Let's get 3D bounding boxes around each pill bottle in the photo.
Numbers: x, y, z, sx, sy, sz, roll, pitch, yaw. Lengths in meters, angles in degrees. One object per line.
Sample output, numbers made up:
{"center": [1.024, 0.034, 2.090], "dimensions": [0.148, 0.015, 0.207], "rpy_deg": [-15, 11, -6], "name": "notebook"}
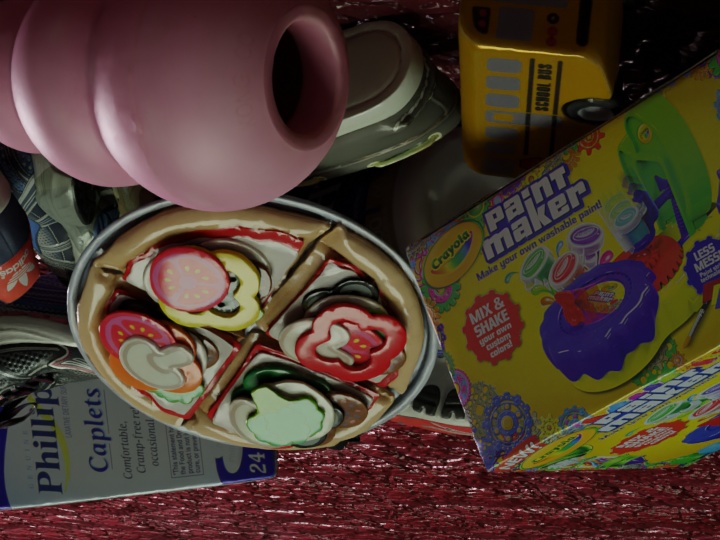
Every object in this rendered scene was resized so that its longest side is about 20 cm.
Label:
{"center": [0.000, 0.000, 1.193], "dimensions": [0.120, 0.120, 0.200], "rpy_deg": [21, 152, -40], "name": "pill bottle"}

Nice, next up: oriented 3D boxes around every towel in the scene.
{"center": [-0.161, 0.016, 1.383], "dimensions": [0.145, 0.024, 0.200], "rpy_deg": [6, -174, 8], "name": "towel"}

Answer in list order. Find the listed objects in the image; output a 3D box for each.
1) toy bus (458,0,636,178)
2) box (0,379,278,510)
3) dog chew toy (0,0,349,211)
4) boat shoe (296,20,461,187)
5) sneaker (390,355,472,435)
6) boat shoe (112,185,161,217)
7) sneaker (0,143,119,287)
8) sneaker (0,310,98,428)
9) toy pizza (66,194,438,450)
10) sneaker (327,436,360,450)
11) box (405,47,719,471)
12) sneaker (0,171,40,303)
{"center": [0.088, -0.091, 0.988], "dimensions": [0.078, 0.065, 0.200], "rpy_deg": [5, 163, 5], "name": "toy bus"}
{"center": [-0.160, 0.090, 1.439], "dimensions": [0.200, 0.105, 0.184], "rpy_deg": [-7, -176, -2], "name": "box"}
{"center": [-0.105, -0.092, 0.978], "dimensions": [0.200, 0.125, 0.124], "rpy_deg": [4, 165, 35], "name": "dog chew toy"}
{"center": [-0.040, -0.075, 1.077], "dimensions": [0.201, 0.072, 0.060], "rpy_deg": [-11, 151, 36], "name": "boat shoe"}
{"center": [0.018, 0.068, 1.295], "dimensions": [0.200, 0.077, 0.085], "rpy_deg": [18, 164, 32], "name": "sneaker"}
{"center": [-0.114, -0.043, 1.238], "dimensions": [0.073, 0.063, 0.201], "rpy_deg": [-37, 167, -5], "name": "boat shoe"}
{"center": [-0.188, -0.048, 1.241], "dimensions": [0.085, 0.077, 0.200], "rpy_deg": [15, 156, 7], "name": "sneaker"}
{"center": [-0.235, 0.074, 1.286], "dimensions": [0.200, 0.075, 0.081], "rpy_deg": [-12, 162, 16], "name": "sneaker"}
{"center": [-0.059, 0.036, 1.104], "dimensions": [0.200, 0.032, 0.200], "rpy_deg": [4, 136, 3], "name": "toy pizza"}
{"center": [-0.006, 0.085, 1.548], "dimensions": [0.076, 0.091, 0.200], "rpy_deg": [14, 160, -17], "name": "sneaker"}
{"center": [0.167, 0.002, 0.998], "dimensions": [0.200, 0.122, 0.192], "rpy_deg": [-32, 157, 33], "name": "box"}
{"center": [-0.249, -0.029, 1.181], "dimensions": [0.200, 0.075, 0.085], "rpy_deg": [25, 150, 51], "name": "sneaker"}
